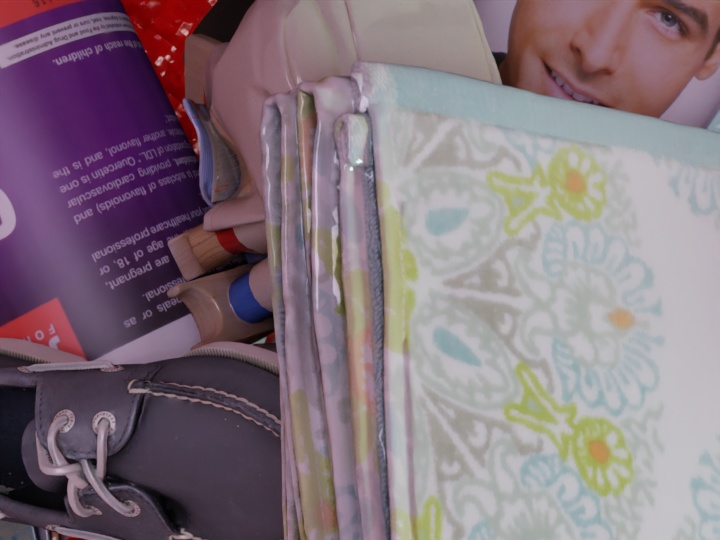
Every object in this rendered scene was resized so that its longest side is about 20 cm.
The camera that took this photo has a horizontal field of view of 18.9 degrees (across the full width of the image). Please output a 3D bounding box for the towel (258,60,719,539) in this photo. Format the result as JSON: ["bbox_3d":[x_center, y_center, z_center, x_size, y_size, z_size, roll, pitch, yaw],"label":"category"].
[{"bbox_3d":[0.060,0.035,0.625,0.199,0.048,0.172,8,70,-36],"label":"towel"}]

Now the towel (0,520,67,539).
[{"bbox_3d":[-0.133,0.181,0.783,0.146,0.022,0.201,-12,91,45],"label":"towel"}]

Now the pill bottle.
[{"bbox_3d":[-0.105,-0.010,0.775,0.112,0.112,0.201,-27,87,3],"label":"pill bottle"}]

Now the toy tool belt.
[{"bbox_3d":[0.000,0.000,0.710,0.124,0.123,0.201,-13,83,-38],"label":"toy tool belt"}]

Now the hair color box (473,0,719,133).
[{"bbox_3d":[0.081,-0.063,0.750,0.099,0.061,0.201,39,110,19],"label":"hair color box"}]

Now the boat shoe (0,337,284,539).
[{"bbox_3d":[-0.079,0.061,0.659,0.199,0.062,0.073,6,108,41],"label":"boat shoe"}]

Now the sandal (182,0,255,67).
[{"bbox_3d":[0.035,-0.122,0.801,0.211,0.078,0.070,-39,119,10],"label":"sandal"}]
